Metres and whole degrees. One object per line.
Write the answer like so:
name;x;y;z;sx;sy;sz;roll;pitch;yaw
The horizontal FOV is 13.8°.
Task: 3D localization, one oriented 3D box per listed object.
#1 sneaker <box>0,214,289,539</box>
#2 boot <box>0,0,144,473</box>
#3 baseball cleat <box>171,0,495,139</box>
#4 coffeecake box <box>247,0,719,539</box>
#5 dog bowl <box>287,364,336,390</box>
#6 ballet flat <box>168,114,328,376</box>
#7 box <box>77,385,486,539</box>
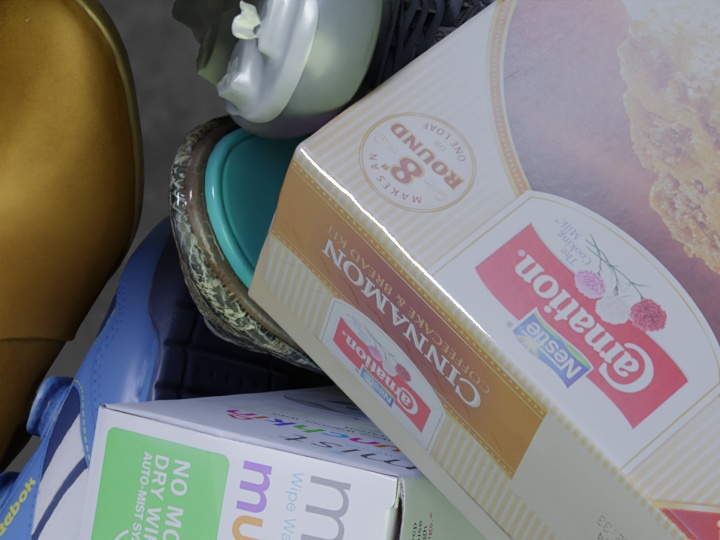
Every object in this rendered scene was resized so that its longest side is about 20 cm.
sneaker;-0.079;0.073;0.861;0.074;0.082;0.201;27;78;-55
boot;-0.129;0.024;0.823;0.144;0.070;0.202;-49;160;-49
baseball cleat;0.006;-0.069;0.778;0.106;0.200;0.070;16;101;-11
coffeecake box;0.098;-0.012;0.737;0.200;0.154;0.073;-37;164;-28
dog bowl;-0.013;0.080;0.982;0.199;0.059;0.201;-14;131;-17
ballet flat;0.000;0.000;0.831;0.075;0.068;0.199;-10;168;41
box;-0.007;0.140;0.825;0.176;0.096;0.202;-1;102;-65
